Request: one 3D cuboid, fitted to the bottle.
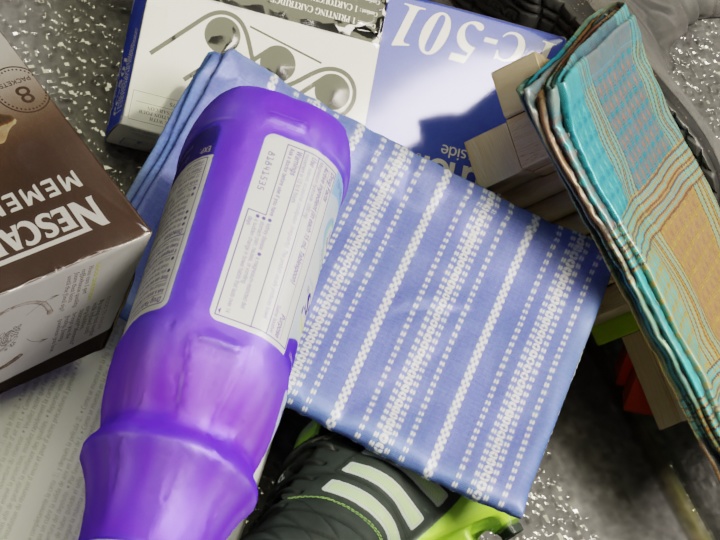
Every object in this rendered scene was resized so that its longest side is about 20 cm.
[{"bbox_3d":[-0.056,0.032,0.769,0.065,0.084,0.201,19,59,-7],"label":"bottle"}]

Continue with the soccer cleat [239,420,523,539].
[{"bbox_3d":[-0.013,0.098,0.834,0.200,0.068,0.081,-12,64,-53],"label":"soccer cleat"}]

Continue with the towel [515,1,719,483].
[{"bbox_3d":[0.139,-0.014,0.932,0.201,0.022,0.147,62,27,-10],"label":"towel"}]

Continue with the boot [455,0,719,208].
[{"bbox_3d":[0.150,-0.120,1.067,0.131,0.070,0.200,-24,68,-35],"label":"boot"}]

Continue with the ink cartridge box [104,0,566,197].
[{"bbox_3d":[-0.010,-0.084,0.971,0.199,0.044,0.095,14,79,-15],"label":"ink cartridge box"}]

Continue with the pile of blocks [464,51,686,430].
[{"bbox_3d":[0.105,-0.010,0.960,0.200,0.062,0.082,57,27,-19],"label":"pile of blocks"}]

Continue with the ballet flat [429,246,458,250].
[{"bbox_3d":[-0.001,0.010,0.922,0.199,0.076,0.064,13,20,-21],"label":"ballet flat"}]

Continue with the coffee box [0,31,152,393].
[{"bbox_3d":[-0.190,0.001,0.749,0.199,0.080,0.113,-24,66,-36],"label":"coffee box"}]

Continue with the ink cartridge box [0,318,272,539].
[{"bbox_3d":[-0.143,0.079,0.820,0.199,0.050,0.163,24,52,-7],"label":"ink cartridge box"}]

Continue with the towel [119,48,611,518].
[{"bbox_3d":[0.000,0.000,0.864,0.199,0.024,0.145,27,53,-1],"label":"towel"}]
